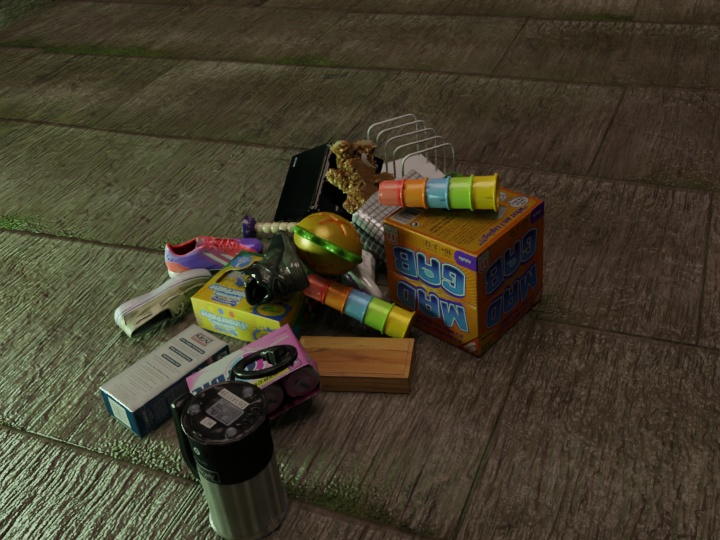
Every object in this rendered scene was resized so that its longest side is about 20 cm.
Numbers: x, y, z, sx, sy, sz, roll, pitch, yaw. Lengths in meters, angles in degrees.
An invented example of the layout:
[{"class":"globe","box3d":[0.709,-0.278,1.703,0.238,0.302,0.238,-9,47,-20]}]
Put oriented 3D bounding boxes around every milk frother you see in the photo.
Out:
[{"class":"milk frother","box3d":[-0.149,0.229,1.198,0.197,0.191,0.180,-24,38,-23]}]

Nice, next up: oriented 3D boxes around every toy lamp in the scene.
[{"class":"toy lamp","box3d":[-0.145,-0.090,1.777,0.196,0.059,0.059,2,35,12]}]

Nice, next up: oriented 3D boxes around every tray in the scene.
[{"class":"tray","box3d":[-0.011,0.153,1.419,0.195,0.038,0.099,-1,35,11]}]

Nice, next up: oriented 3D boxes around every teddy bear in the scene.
[{"class":"teddy bear","box3d":[-0.002,-0.195,1.799,0.143,0.067,0.202,-16,64,-29]}]

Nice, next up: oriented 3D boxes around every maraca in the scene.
[{"class":"maraca","box3d":[-0.057,-0.045,1.487,0.135,0.109,0.200,23,2,0]}]

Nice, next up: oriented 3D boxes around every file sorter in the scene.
[{"class":"file sorter","box3d":[0.112,-0.247,1.894,0.136,0.127,0.200,-17,35,-16]}]

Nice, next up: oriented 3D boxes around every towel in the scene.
[{"class":"towel","box3d":[0.092,-0.090,1.665,0.165,0.086,0.200,37,51,16]}]

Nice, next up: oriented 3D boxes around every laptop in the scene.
[{"class":"laptop","box3d":[-0.069,-0.173,1.859,0.196,0.104,0.180,16,64,-6]}]

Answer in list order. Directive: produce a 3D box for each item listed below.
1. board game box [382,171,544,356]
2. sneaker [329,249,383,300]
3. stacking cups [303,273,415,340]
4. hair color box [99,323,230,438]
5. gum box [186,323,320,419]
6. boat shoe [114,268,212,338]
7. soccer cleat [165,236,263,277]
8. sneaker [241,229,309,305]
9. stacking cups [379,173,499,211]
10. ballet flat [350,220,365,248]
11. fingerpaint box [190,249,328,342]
[{"class":"board game box","box3d":[0.181,-0.018,1.481,0.198,0.203,0.199,23,44,37]},{"class":"sneaker","box3d":[0.000,0.000,1.601,0.098,0.076,0.200,-22,37,-19]},{"class":"stacking cups","box3d":[-0.005,0.064,1.480,0.197,0.061,0.061,21,40,11]},{"class":"hair color box","box3d":[-0.317,0.178,1.416,0.099,0.061,0.199,23,45,37]},{"class":"gum box","box3d":[-0.164,0.177,1.348,0.197,0.067,0.114,-28,36,-6]},{"class":"boat shoe","box3d":[-0.358,0.065,1.598,0.198,0.073,0.062,-29,64,-23]},{"class":"soccer cleat","box3d":[-0.292,-0.039,1.714,0.196,0.074,0.069,-14,34,-9]},{"class":"sneaker","box3d":[-0.161,-0.006,1.506,0.112,0.077,0.200,-22,28,-3]},{"class":"stacking cups","box3d":[0.128,-0.127,1.408,0.196,0.061,0.061,1,35,14]},{"class":"ballet flat","box3d":[0.043,-0.081,1.730,0.197,0.070,0.072,-23,56,-22]},{"class":"fingerpaint box","box3d":[-0.179,0.050,1.564,0.197,0.075,0.167,13,40,27]}]
